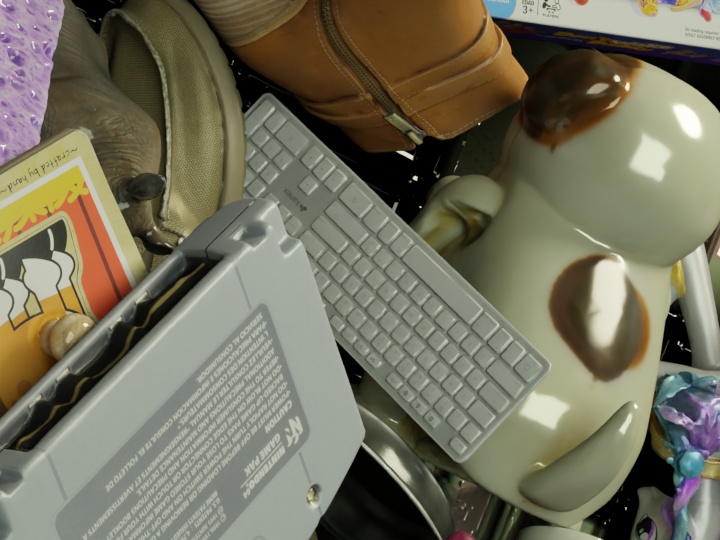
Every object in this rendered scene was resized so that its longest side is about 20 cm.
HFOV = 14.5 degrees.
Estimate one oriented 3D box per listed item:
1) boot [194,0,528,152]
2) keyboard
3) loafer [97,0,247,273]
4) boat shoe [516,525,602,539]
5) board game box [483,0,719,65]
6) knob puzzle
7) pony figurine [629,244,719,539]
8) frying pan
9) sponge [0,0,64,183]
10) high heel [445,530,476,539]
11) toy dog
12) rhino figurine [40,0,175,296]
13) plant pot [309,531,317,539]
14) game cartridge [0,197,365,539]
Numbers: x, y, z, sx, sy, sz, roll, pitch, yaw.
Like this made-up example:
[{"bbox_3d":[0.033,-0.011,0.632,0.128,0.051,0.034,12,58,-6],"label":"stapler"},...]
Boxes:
[{"bbox_3d":[0.033,-0.118,1.199,0.155,0.200,0.074,44,51,-41],"label":"boot"},{"bbox_3d":[0.000,0.000,1.207,0.056,0.200,0.011,-50,148,7],"label":"keyboard"},{"bbox_3d":[-0.091,-0.022,1.214,0.067,0.076,0.200,-7,90,-30],"label":"loafer"},{"bbox_3d":[0.110,0.182,1.252,0.200,0.075,0.062,62,44,-54],"label":"boat shoe"},{"bbox_3d":[0.135,-0.171,1.334,0.200,0.045,0.135,5,86,-23],"label":"board game box"},{"bbox_3d":[-0.128,0.076,1.041,0.219,0.030,0.220,-2,94,-40],"label":"knob puzzle"},{"bbox_3d":[0.201,0.075,1.312,0.193,0.167,0.200,6,88,9],"label":"pony figurine"},{"bbox_3d":[0.019,0.118,1.217,0.031,0.115,0.190,-45,115,-21],"label":"frying pan"},{"bbox_3d":[-0.170,-0.115,1.117,0.111,0.030,0.200,28,38,-21],"label":"sponge"},{"bbox_3d":[0.048,0.181,1.216,0.067,0.200,0.096,18,75,13],"label":"high heel"},{"bbox_3d":[0.084,0.000,1.231,0.139,0.194,0.200,25,87,-11],"label":"toy dog"},{"bbox_3d":[-0.129,-0.054,1.156,0.087,0.200,0.060,-17,134,-17],"label":"rhino figurine"},{"bbox_3d":[-0.082,0.166,1.168,0.187,0.187,0.200,10,72,-23],"label":"plant pot"},{"bbox_3d":[-0.074,0.081,1.056,0.200,0.040,0.133,-46,127,-40],"label":"game cartridge"}]
